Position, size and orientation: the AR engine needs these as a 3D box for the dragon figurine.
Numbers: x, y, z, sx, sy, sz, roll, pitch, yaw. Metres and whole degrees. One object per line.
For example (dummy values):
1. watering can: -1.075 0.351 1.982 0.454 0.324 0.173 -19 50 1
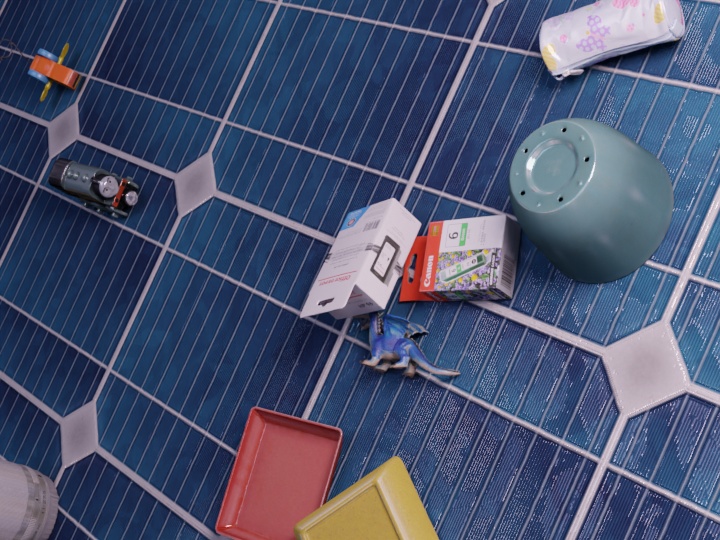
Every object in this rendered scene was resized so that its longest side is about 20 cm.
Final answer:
1. dragon figurine: 0.059 0.098 1.650 0.198 0.059 0.101 4 74 42

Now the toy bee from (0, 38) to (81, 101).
1. toy bee: -0.683 -0.448 2.492 0.131 0.109 0.200 -44 74 5

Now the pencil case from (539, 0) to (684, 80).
1. pencil case: 0.347 -0.334 1.574 0.198 0.083 0.092 -16 46 33

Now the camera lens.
1. camera lens: -0.659 0.415 2.010 0.158 0.199 0.163 -16 61 33

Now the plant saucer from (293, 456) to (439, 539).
1. plant saucer: 0.005 0.385 1.551 0.199 0.048 0.202 -36 58 14

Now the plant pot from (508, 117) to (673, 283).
1. plant pot: 0.285 -0.106 1.484 0.198 0.160 0.204 -18 60 33

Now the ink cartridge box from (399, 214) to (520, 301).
1. ink cartridge box: 0.132 -0.014 1.645 0.198 0.050 0.111 -4 69 38

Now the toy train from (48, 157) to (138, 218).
1. toy train: -0.519 -0.164 2.206 0.198 0.113 0.086 17 82 43

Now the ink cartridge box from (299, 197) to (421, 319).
1. ink cartridge box: 0.000 0.000 1.682 0.115 0.068 0.202 -15 42 50

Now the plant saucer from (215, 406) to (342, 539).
1. plant saucer: -0.116 0.323 1.713 0.198 0.037 0.203 7 76 42
